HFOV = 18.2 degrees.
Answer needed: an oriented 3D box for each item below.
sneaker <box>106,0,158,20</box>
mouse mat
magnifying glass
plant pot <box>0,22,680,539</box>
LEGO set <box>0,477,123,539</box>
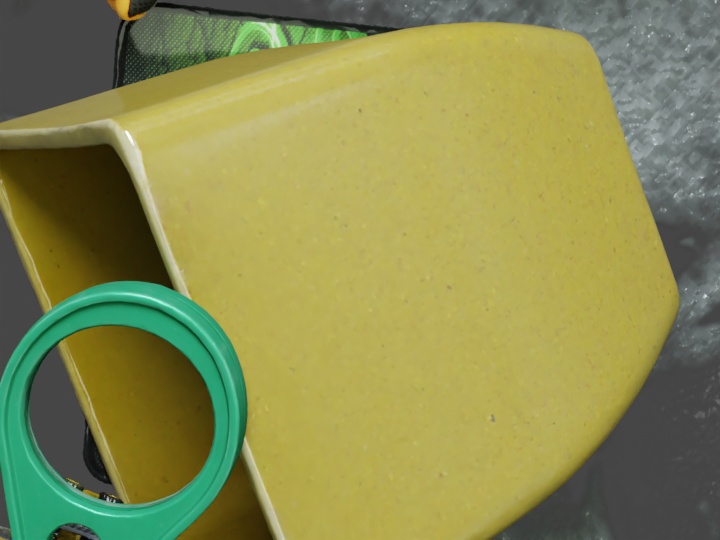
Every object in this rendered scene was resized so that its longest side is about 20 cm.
[{"bbox_3d":[-0.149,-0.155,0.848,0.200,0.078,0.077,17,98,-18],"label":"sneaker"},{"bbox_3d":[-0.031,-0.006,0.936,0.161,0.008,0.200,4,92,-19],"label":"mouse mat"},{"bbox_3d":[-0.095,0.098,0.737,0.080,0.022,0.200,20,104,1],"label":"magnifying glass"},{"bbox_3d":[0.000,0.000,0.851,0.200,0.195,0.194,-25,102,-22],"label":"plant pot"},{"bbox_3d":[-0.165,0.152,0.817,0.154,0.116,0.200,16,95,-49],"label":"LEGO set"}]
